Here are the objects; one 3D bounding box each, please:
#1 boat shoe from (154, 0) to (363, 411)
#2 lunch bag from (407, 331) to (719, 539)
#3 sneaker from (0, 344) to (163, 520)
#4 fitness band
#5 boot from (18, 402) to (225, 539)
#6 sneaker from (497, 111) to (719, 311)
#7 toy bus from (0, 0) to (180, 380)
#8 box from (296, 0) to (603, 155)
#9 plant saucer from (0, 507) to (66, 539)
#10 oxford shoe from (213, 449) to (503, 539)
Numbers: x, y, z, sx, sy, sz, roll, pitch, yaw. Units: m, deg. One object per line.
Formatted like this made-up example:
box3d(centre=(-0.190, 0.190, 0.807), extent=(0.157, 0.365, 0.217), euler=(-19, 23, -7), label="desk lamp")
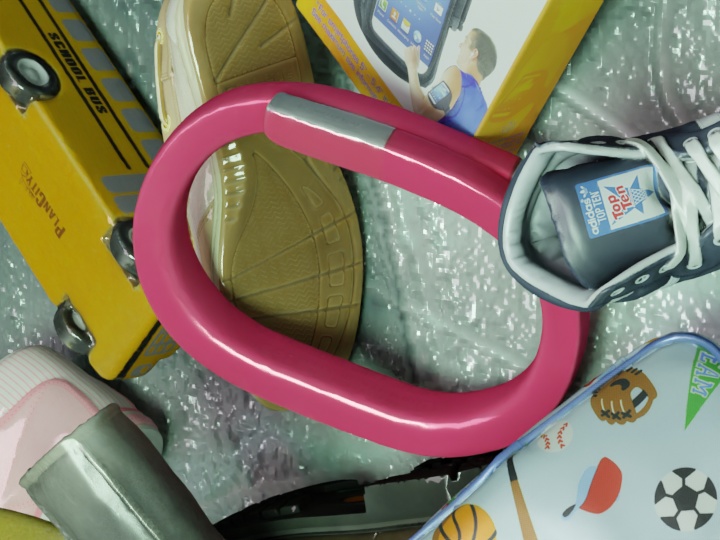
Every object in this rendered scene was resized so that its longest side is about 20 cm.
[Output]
box3d(centre=(-0.049, -0.039, 1.097), extent=(0.069, 0.073, 0.202), euler=(14, 114, 64), label="boat shoe")
box3d(centre=(0.104, 0.135, 0.924), extent=(0.200, 0.076, 0.161), euler=(-42, 67, 6), label="lunch bag")
box3d(centre=(-0.181, 0.128, 1.225), extent=(0.105, 0.075, 0.201), euler=(40, 112, 26), label="sneaker")
box3d(centre=(0.000, 0.000, 1.015), extent=(0.199, 0.037, 0.144), euler=(22, 125, 8), label="fitness band")
box3d(centre=(-0.067, 0.154, 1.046), extent=(0.200, 0.073, 0.182), euler=(42, 158, 2), label="boot")
box3d(centre=(0.139, -0.037, 0.893), extent=(0.199, 0.108, 0.071), euler=(-26, 79, 41), label="sneaker")
box3d(centre=(-0.134, -0.045, 1.160), extent=(0.065, 0.078, 0.201), euler=(-51, 62, 32), label="toy bus")
box3d(centre=(0.047, -0.137, 0.980), extent=(0.119, 0.041, 0.201), euler=(54, 143, 24), label="box")
box3d(centre=(-0.095, 0.208, 1.079), extent=(0.048, 0.200, 0.201), euler=(-28, 55, 9), label="plant saucer")
box3d(centre=(-0.006, 0.134, 1.073), extent=(0.199, 0.072, 0.085), euler=(-12, 93, 44), label="oxford shoe")
